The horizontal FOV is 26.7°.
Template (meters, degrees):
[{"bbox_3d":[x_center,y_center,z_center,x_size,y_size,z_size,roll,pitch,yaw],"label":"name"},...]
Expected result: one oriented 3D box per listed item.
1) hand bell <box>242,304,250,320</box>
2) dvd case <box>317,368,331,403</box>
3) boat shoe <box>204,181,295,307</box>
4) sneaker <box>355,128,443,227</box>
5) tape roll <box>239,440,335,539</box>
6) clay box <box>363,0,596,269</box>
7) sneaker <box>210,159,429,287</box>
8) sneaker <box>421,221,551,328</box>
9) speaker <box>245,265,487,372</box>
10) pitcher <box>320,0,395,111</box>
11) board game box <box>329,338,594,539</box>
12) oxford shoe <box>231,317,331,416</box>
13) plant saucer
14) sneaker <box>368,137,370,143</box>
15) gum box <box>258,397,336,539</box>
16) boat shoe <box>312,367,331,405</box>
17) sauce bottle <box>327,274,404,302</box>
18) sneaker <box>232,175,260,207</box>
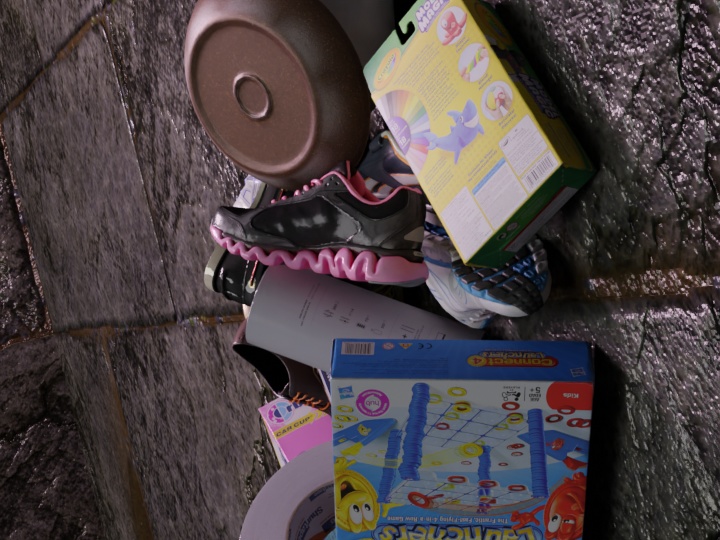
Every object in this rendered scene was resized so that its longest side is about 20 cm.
[{"bbox_3d":[-0.034,0.002,1.551,0.200,0.104,0.105,-42,64,52],"label":"hand bell"},{"bbox_3d":[0.034,0.148,1.340,0.150,0.025,0.200,37,-168,-25],"label":"dvd case"},{"bbox_3d":[-0.067,-0.058,1.387,0.063,0.202,0.074,24,165,19],"label":"boat shoe"},{"bbox_3d":[0.042,-0.092,1.283,0.199,0.078,0.080,14,122,53],"label":"sneaker"},{"bbox_3d":[-0.009,0.252,1.402,0.200,0.200,0.066,51,171,46],"label":"tape roll"},{"bbox_3d":[0.083,-0.115,1.145,0.115,0.047,0.201,-47,55,32],"label":"clay box"},{"bbox_3d":[-0.031,-0.045,1.243,0.199,0.079,0.096,9,96,24],"label":"sneaker"},{"bbox_3d":[0.102,0.011,1.228,0.200,0.075,0.087,38,149,65],"label":"sneaker"},{"bbox_3d":[0.003,0.057,1.310,0.081,0.199,0.082,19,-90,-80],"label":"speaker"},{"bbox_3d":[-0.006,-0.198,1.302,0.172,0.121,0.201,45,135,27],"label":"pitcher"},{"bbox_3d":[0.077,0.150,1.181,0.056,0.198,0.197,-84,-7,-59],"label":"board game box"},{"bbox_3d":[-0.048,0.121,1.546,0.200,0.073,0.071,40,137,0],"label":"oxford shoe"},{"bbox_3d":[-0.082,-0.152,1.286,0.199,0.037,0.202,22,128,30],"label":"plant saucer"},{"bbox_3d":[-0.020,-0.109,1.469,0.088,0.074,0.200,-60,32,16],"label":"sneaker"},{"bbox_3d":[-0.038,0.233,1.640,0.114,0.066,0.201,55,166,43],"label":"gum box"},{"bbox_3d":[-0.015,0.085,1.487,0.070,0.070,0.201,-32,87,44],"label":"boat shoe"},{"bbox_3d":[0.000,0.000,1.374,0.200,0.066,0.066,66,179,-67],"label":"sauce bottle"},{"bbox_3d":[-0.101,-0.082,1.570,0.075,0.088,0.201,52,-166,-39],"label":"sneaker"}]
